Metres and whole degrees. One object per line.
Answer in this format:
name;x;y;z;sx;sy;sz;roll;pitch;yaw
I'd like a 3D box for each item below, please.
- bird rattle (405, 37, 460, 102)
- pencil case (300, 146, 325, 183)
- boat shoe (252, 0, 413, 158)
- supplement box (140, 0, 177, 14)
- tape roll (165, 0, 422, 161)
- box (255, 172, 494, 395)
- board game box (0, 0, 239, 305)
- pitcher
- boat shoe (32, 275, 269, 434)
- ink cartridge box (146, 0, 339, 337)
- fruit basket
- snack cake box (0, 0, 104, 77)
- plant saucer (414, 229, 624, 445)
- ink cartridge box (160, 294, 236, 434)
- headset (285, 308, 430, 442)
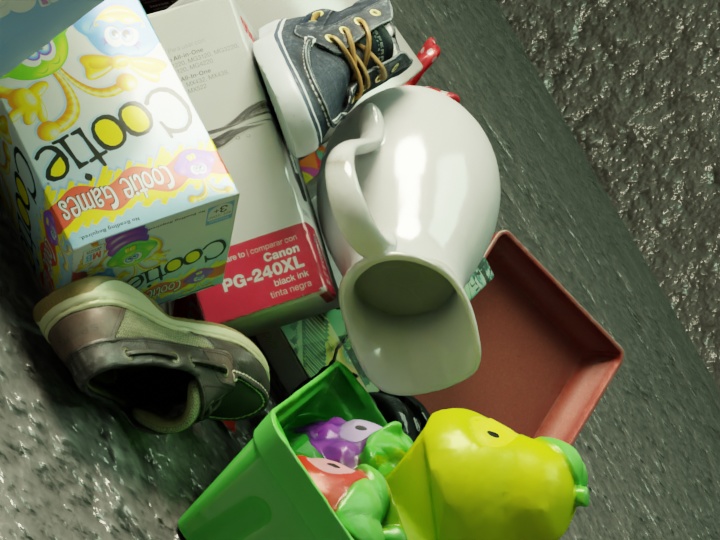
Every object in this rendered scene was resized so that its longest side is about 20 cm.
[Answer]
bird rattle;-0.022;-0.130;1.778;0.163;0.199;0.113;-27;120;-66
pencil case;-0.042;-0.025;1.684;0.088;0.088;0.200;48;17;-29
boat shoe;-0.015;-0.132;1.390;0.200;0.091;0.071;-100;170;-71
supplement box;-0.111;-0.292;1.737;0.200;0.197;0.133;32;54;-55
tape roll;-0.074;-0.144;1.597;0.139;0.202;0.203;54;13;-5
box;0.000;0.000;1.574;0.200;0.036;0.145;-42;112;-35
board game box;-0.160;-0.082;1.275;0.200;0.105;0.103;61;-22;23
pitcher;0.022;-0.047;1.415;0.200;0.121;0.172;-86;158;-50
boat shoe;-0.113;0.063;1.265;0.201;0.072;0.066;33;36;-57
ink cartridge box;-0.083;-0.064;1.416;0.145;0.083;0.201;49;24;-84
fruit basket;0.020;0.124;1.292;0.156;0.215;0.216;56;13;0
snack cake box;-0.207;-0.174;1.197;0.067;0.200;0.115;34;25;-56
plant saucer;0.100;0.095;1.733;0.037;0.200;0.200;21;-16;47
ink cartridge box;-0.125;-0.011;1.434;0.200;0.050;0.161;49;15;-19
headset;0.006;0.099;1.476;0.123;0.094;0.201;26;50;-45
